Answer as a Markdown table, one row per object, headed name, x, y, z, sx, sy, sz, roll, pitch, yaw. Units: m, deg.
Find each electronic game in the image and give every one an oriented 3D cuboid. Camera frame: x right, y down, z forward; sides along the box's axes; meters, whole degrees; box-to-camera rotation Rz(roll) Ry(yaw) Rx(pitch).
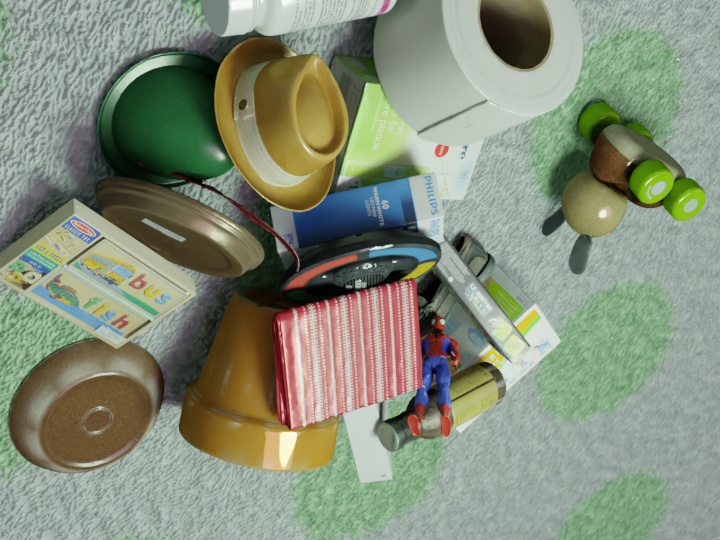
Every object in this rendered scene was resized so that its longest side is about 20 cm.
| name | x | y | z | sx | sy | sz | roll | pitch | yaw |
| --- | --- | --- | --- | --- | --- | --- | --- | --- | --- |
| electronic game | 0.000 | 0.000 | 1.462 | 0.197 | 0.042 | 0.200 | -12 | 165 | -3 |

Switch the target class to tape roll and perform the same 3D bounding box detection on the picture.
| name | x | y | z | sx | sy | sz | roll | pitch | yaw |
| --- | --- | --- | --- | --- | --- | --- | --- | --- | --- |
| tape roll | 0.133 | -0.255 | 1.391 | 0.200 | 0.139 | 0.206 | 8 | 76 | -32 |

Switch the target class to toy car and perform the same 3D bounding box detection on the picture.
| name | x | y | z | sx | sy | sz | roll | pitch | yaw |
| --- | --- | --- | --- | --- | --- | --- | --- | --- | --- |
| toy car | 0.339 | -0.094 | 1.700 | 0.157 | 0.165 | 0.201 | 19 | 118 | -40 |

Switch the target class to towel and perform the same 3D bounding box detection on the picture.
| name | x | y | z | sx | sy | sz | roll | pitch | yaw |
| --- | --- | --- | --- | --- | --- | --- | --- | --- | --- |
| towel | -0.014 | 0.097 | 1.465 | 0.198 | 0.022 | 0.147 | -14 | 109 | -30 |

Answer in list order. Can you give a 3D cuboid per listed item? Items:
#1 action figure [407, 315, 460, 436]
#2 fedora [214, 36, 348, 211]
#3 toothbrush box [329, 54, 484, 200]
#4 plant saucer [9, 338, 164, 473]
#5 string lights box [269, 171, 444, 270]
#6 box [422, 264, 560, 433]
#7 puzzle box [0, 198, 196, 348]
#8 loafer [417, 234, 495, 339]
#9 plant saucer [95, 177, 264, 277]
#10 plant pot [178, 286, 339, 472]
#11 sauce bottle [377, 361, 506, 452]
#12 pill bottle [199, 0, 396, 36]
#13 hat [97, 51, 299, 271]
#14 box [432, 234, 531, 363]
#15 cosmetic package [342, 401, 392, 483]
| name | x | y | z | sx | sy | sz | roll | pitch | yaw |
| --- | --- | --- | --- | --- | --- | --- | --- | --- | --- |
| action figure | 0.096 | 0.127 | 1.583 | 0.064 | 0.201 | 0.052 | -4 | 124 | 10 |
| fedora | -0.070 | -0.169 | 1.346 | 0.081 | 0.203 | 0.199 | -18 | 149 | 38 |
| toothbrush box | 0.049 | -0.170 | 1.495 | 0.198 | 0.086 | 0.147 | -1 | 121 | -35 |
| plant saucer | -0.329 | 0.177 | 1.516 | 0.198 | 0.037 | 0.203 | -18 | 128 | -24 |
| string lights box | -0.001 | -0.054 | 1.467 | 0.197 | 0.060 | 0.103 | -12 | 164 | 0 |
| box | 0.165 | 0.111 | 1.749 | 0.200 | 0.113 | 0.102 | -41 | 133 | 0 |
| puzzle box | -0.298 | 0.008 | 1.395 | 0.132 | 0.026 | 0.200 | -33 | 137 | 20 |
| loafer | 0.098 | 0.036 | 1.694 | 0.200 | 0.072 | 0.063 | -47 | 114 | -6 |
| plant saucer | -0.201 | -0.042 | 1.346 | 0.200 | 0.198 | 0.030 | 39 | 66 | -43 |
| plant pot | -0.113 | 0.125 | 1.533 | 0.198 | 0.199 | 0.186 | 5 | 102 | -36 |
| sauce bottle | 0.105 | 0.179 | 1.608 | 0.198 | 0.064 | 0.065 | -20 | 131 | -38 |
| pill bottle | -0.066 | -0.311 | 1.300 | 0.198 | 0.113 | 0.115 | -17 | 128 | -24 |
| hat | -0.162 | -0.121 | 1.322 | 0.198 | 0.176 | 0.167 | 3 | 120 | -35 |
| box | 0.139 | 0.026 | 1.609 | 0.035 | 0.110 | 0.201 | -39 | 98 | -1 |
| cosmetic package | 0.004 | 0.161 | 1.634 | 0.051 | 0.152 | 0.202 | -9 | 135 | 3 |
